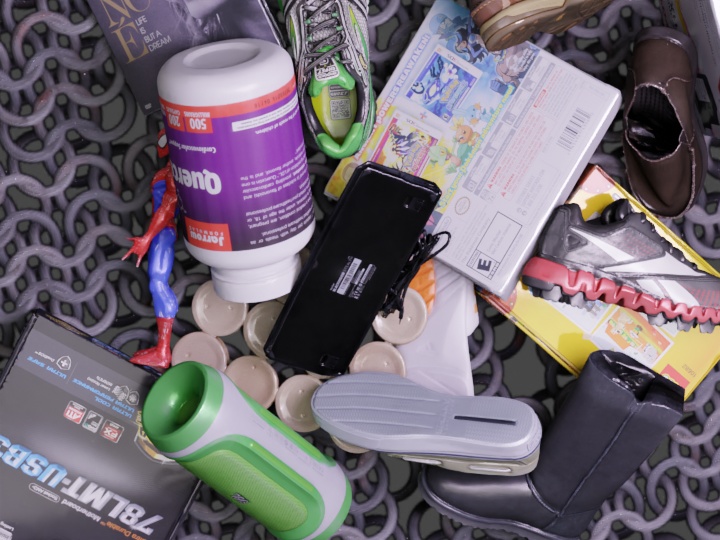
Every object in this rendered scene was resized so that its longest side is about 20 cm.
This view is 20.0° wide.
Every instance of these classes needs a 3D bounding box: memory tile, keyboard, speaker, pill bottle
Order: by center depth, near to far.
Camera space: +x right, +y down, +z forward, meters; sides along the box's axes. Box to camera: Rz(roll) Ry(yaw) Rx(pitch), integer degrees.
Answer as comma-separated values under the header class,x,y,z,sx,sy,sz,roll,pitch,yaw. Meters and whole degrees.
class,x,y,z,sx,sy,sz,roll,pitch,yaw
pill bottle,-0.098,-0.080,1.670,0.111,0.113,0.202,-10,113,-6
keyboard,0.000,0.000,1.699,0.103,0.040,0.201,20,117,-20
speaker,-0.093,0.156,1.710,0.089,0.088,0.200,-49,129,0
memory tile,-0.053,0.059,1.752,0.198,0.017,0.155,21,95,7

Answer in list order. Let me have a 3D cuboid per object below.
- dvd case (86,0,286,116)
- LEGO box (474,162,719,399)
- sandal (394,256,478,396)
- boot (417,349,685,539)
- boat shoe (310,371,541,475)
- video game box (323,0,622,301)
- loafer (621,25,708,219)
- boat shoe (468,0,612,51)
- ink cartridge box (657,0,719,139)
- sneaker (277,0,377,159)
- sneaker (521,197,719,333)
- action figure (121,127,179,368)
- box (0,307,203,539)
class,x,y,z,sx,sy,sz,roll,pitch,yaw
dvd case,-0.166,-0.247,1.699,0.148,0.016,0.201,-22,99,27
LEGO box,0.222,0.025,1.777,0.200,0.077,0.149,41,91,-9
sandal,0.065,0.054,1.770,0.078,0.059,0.209,-6,85,18
boot,0.161,0.145,1.736,0.163,0.066,0.201,17,134,-17
boat shoe,0.054,0.136,1.699,0.198,0.072,0.062,10,139,19
video game box,0.095,-0.104,1.728,0.181,0.047,0.201,31,88,13
loafer,0.248,-0.113,1.728,0.072,0.072,0.201,10,139,24
boat shoe,0.159,-0.238,1.705,0.072,0.199,0.068,-35,81,41
ink cartridge box,0.319,-0.187,1.707,0.082,0.200,0.147,-17,97,-2
sneaker,-0.022,-0.188,1.664,0.077,0.085,0.202,-12,106,3
sneaker,0.237,-0.006,1.699,0.199,0.071,0.099,13,91,-11
action figure,-0.170,-0.022,1.731,0.051,0.065,0.202,9,94,2
box,-0.238,0.166,1.752,0.199,0.050,0.200,29,90,-9
